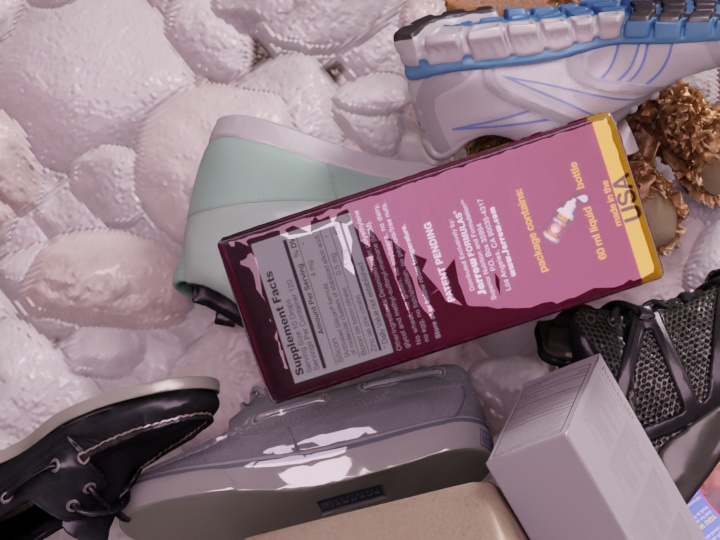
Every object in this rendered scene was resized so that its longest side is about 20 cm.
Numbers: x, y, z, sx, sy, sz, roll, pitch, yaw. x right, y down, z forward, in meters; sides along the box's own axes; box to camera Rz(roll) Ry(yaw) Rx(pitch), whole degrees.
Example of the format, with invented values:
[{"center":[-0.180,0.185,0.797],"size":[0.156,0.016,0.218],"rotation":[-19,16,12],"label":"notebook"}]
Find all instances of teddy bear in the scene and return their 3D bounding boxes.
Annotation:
[{"center":[0.125,-0.099,1.432],"size":[0.200,0.067,0.145],"rotation":[34,90,-1],"label":"teddy bear"}]

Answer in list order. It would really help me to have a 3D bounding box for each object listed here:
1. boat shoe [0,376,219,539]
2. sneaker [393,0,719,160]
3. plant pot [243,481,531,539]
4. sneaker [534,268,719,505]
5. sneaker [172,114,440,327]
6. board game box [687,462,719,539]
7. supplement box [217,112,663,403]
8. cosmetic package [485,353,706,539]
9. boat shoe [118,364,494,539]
[{"center":[-0.150,0.113,1.347],"size":[0.199,0.074,0.066],"rotation":[-23,70,19],"label":"boat shoe"},{"center":[0.120,-0.097,1.372],"size":[0.199,0.075,0.087],"rotation":[-6,106,3],"label":"sneaker"},{"center":[0.034,0.213,1.288],"size":[0.199,0.200,0.178],"rotation":[-15,67,17],"label":"plant pot"},{"center":[0.164,0.026,1.350],"size":[0.114,0.076,0.200],"rotation":[39,87,0],"label":"sneaker"},{"center":[0.000,0.000,1.398],"size":[0.200,0.074,0.119],"rotation":[15,73,12],"label":"sneaker"},{"center":[0.190,0.120,1.394],"size":[0.200,0.045,0.135],"rotation":[-37,82,-7],"label":"board game box"},{"center":[0.042,-0.007,1.301],"size":[0.199,0.110,0.086],"rotation":[-18,90,5],"label":"supplement box"},{"center":[0.135,0.148,1.288],"size":[0.051,0.083,0.200],"rotation":[-22,107,28],"label":"cosmetic package"},{"center":[-0.031,0.095,1.392],"size":[0.200,0.070,0.072],"rotation":[-12,56,2],"label":"boat shoe"}]
